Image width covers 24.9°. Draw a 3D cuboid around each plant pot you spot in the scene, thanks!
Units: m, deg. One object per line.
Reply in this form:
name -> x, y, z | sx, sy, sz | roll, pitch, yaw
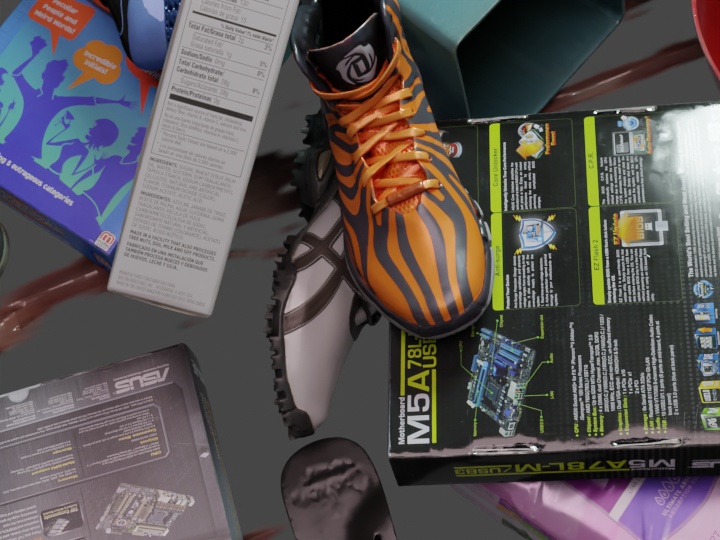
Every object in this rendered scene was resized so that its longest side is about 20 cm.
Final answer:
plant pot -> 0.036, -0.192, 0.970 | 0.200, 0.141, 0.141 | 39, 76, 23

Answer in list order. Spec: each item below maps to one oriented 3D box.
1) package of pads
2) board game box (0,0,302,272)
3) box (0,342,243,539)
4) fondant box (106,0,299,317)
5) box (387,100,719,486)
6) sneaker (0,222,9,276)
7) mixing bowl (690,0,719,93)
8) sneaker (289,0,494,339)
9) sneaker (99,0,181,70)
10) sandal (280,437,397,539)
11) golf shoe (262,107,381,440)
package of pads -> 0.139, 0.105, 0.879 | 0.199, 0.076, 0.121 | 34, 73, 15
board game box -> -0.150, -0.117, 1.002 | 0.151, 0.045, 0.201 | 30, 74, 15
box -> -0.169, 0.144, 0.902 | 0.198, 0.048, 0.159 | -17, 70, -2
fondant box -> -0.079, -0.092, 0.859 | 0.058, 0.144, 0.202 | 16, 101, -9
box -> 0.111, 0.010, 0.855 | 0.191, 0.048, 0.201 | -5, 62, 10
sneaker -> -0.309, -0.007, 0.939 | 0.198, 0.106, 0.075 | -12, 68, 0
mixing bowl -> 0.285, -0.129, 0.939 | 0.198, 0.109, 0.202 | -2, 69, 5
sneaker -> 0.006, -0.067, 0.826 | 0.077, 0.112, 0.201 | -23, 58, 3
sneaker -> -0.152, -0.199, 0.977 | 0.077, 0.070, 0.201 | -11, 61, 2
sandal -> 0.005, 0.181, 0.876 | 0.075, 0.045, 0.201 | -22, 69, -5
golf shoe -> 0.000, 0.000, 0.929 | 0.094, 0.078, 0.202 | 7, 71, 7
